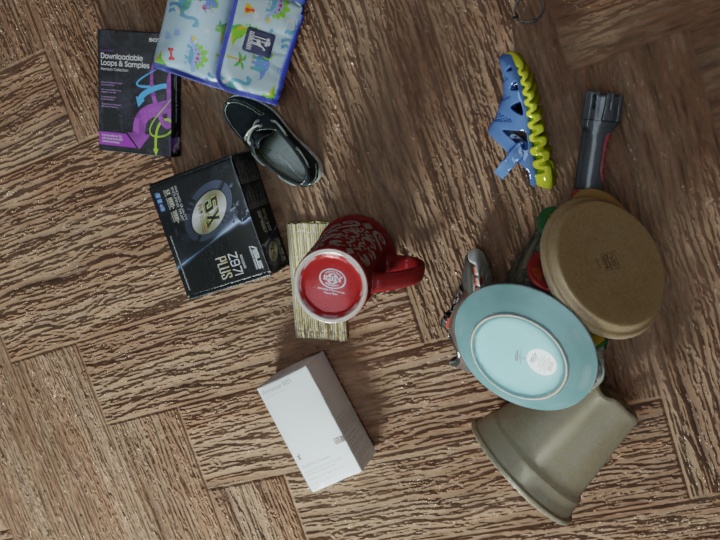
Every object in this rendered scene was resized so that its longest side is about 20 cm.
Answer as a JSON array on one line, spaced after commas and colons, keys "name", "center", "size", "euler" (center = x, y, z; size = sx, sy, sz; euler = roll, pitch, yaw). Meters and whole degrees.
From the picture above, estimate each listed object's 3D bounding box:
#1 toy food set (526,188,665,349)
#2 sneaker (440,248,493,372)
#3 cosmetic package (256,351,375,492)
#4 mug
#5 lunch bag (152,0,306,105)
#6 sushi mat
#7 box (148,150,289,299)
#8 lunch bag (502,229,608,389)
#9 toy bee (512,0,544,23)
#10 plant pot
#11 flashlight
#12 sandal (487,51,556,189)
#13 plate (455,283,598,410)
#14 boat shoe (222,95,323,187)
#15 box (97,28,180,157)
[{"name": "toy food set", "center": [0.309, -0.005, 1.040], "size": [0.201, 0.197, 0.049], "euler": [58, 151, 6]}, {"name": "sneaker", "center": [0.159, 0.066, 1.232], "size": [0.081, 0.077, 0.202], "euler": [3, 103, 24]}, {"name": "cosmetic package", "center": [-0.073, 0.252, 1.346], "size": [0.112, 0.081, 0.201], "euler": [-29, 94, 24]}, {"name": "mug", "center": [-0.007, -0.010, 1.192], "size": [0.176, 0.200, 0.135], "euler": [-23, 97, 15]}, {"name": "lunch bag", "center": [-0.197, -0.363, 1.224], "size": [0.198, 0.128, 0.172], "euler": [18, 106, -2]}, {"name": "sushi mat", "center": [-0.071, 0.018, 1.326], "size": [0.095, 0.012, 0.202], "euler": [1, 103, 19]}, {"name": "box", "center": [-0.231, -0.074, 1.317], "size": [0.162, 0.086, 0.202], "euler": [-15, 98, 20]}, {"name": "lunch bag", "center": [0.276, 0.063, 1.120], "size": [0.167, 0.200, 0.140], "euler": [31, 130, 4]}, {"name": "toy bee", "center": [0.173, -0.435, 1.088], "size": [0.199, 0.109, 0.132], "euler": [28, 108, 10]}, {"name": "plant pot", "center": [0.297, 0.232, 1.177], "size": [0.200, 0.200, 0.184], "euler": [43, 100, 4]}, {"name": "flashlight", "center": [0.335, -0.147, 1.131], "size": [0.067, 0.068, 0.202], "euler": [7, 100, 8]}, {"name": "sandal", "center": [0.221, -0.209, 1.145], "size": [0.086, 0.079, 0.202], "euler": [-9, 98, 23]}, {"name": "plate", "center": [0.209, 0.108, 1.044], "size": [0.199, 0.026, 0.202], "euler": [20, 130, 25]}, {"name": "boat shoe", "center": [-0.146, -0.208, 1.270], "size": [0.199, 0.060, 0.076], "euler": [36, 111, 7]}, {"name": "box", "center": [-0.370, -0.296, 1.337], "size": [0.141, 0.036, 0.202], "euler": [7, 103, 16]}]
